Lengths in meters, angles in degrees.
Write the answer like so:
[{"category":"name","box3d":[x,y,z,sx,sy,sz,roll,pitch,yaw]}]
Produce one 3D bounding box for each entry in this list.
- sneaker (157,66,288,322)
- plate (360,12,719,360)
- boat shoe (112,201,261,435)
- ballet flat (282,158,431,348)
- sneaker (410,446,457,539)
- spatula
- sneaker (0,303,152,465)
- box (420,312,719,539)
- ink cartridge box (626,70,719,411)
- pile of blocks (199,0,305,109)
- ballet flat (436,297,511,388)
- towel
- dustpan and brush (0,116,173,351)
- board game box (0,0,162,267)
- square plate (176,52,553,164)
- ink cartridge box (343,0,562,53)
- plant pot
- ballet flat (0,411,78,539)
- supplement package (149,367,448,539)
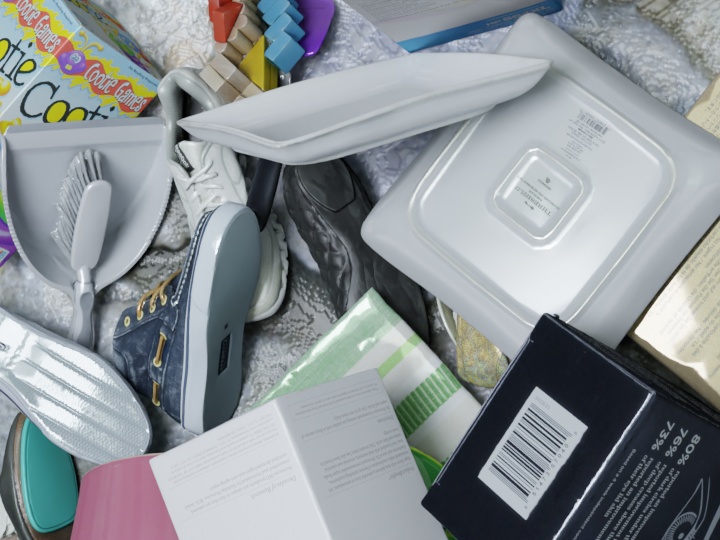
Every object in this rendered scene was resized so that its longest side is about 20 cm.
[{"category":"sneaker","box3d":[-0.110,-0.058,1.143,0.075,0.081,0.201,-18,82,13]},{"category":"plate","box3d":[0.122,-0.049,1.021,0.199,0.032,0.200,40,95,24]},{"category":"boat shoe","box3d":[-0.132,0.027,1.112,0.090,0.071,0.201,25,126,19]},{"category":"ballet flat","box3d":[0.000,0.000,1.129,0.066,0.057,0.201,-22,84,-13]},{"category":"sneaker","box3d":[0.058,0.190,1.042,0.200,0.084,0.074,41,99,3]},{"category":"spatula","box3d":[-0.060,-0.120,1.136,0.056,0.021,0.201,3,73,23]},{"category":"sneaker","box3d":[-0.238,0.079,1.161,0.200,0.071,0.073,38,83,6]},{"category":"box","box3d":[0.163,0.138,0.974,0.104,0.200,0.148,38,96,45]},{"category":"ink cartridge box","box3d":[0.259,-0.021,1.030,0.165,0.075,0.200,41,97,14]},{"category":"pile of blocks","box3d":[-0.081,-0.205,1.128,0.082,0.062,0.201,-15,66,21]},{"category":"ballet flat","box3d":[0.080,-0.015,1.092,0.070,0.071,0.201,-10,83,16]},{"category":"towel","box3d":[0.024,0.136,1.095,0.153,0.023,0.200,-44,89,10]},{"category":"dustpan and brush","box3d":[-0.212,-0.013,1.168,0.057,0.139,0.201,47,133,42]},{"category":"board game box","box3d":[-0.266,-0.118,1.168,0.200,0.105,0.103,-47,53,9]},{"category":"square plate","box3d":[-0.001,-0.109,1.022,0.199,0.198,0.029,-19,106,-21]},{"category":"ink cartridge box","box3d":[0.052,-0.244,1.043,0.124,0.200,0.129,-12,83,15]},{"category":"plant pot","box3d":[-0.132,0.232,1.081,0.199,0.200,0.180,-11,66,16]},{"category":"ballet flat","box3d":[-0.244,0.209,1.173,0.068,0.068,0.201,-25,79,26]},{"category":"supplement package","box3d":[-0.025,0.184,0.977,0.119,0.121,0.201,-28,80,33]}]
